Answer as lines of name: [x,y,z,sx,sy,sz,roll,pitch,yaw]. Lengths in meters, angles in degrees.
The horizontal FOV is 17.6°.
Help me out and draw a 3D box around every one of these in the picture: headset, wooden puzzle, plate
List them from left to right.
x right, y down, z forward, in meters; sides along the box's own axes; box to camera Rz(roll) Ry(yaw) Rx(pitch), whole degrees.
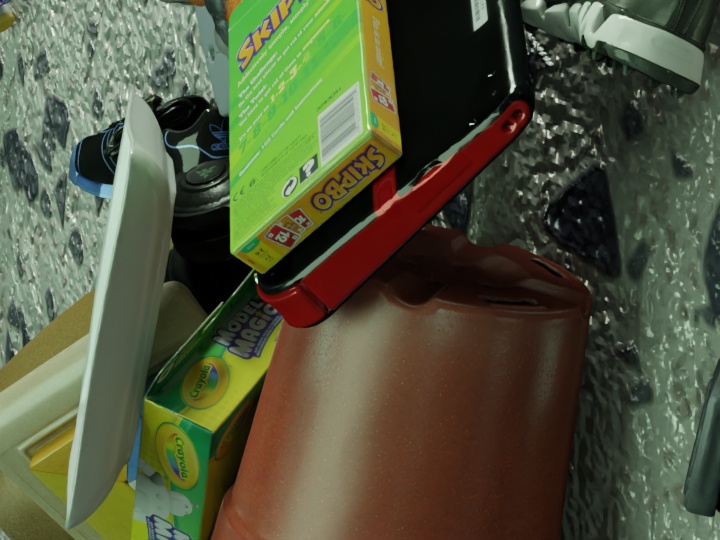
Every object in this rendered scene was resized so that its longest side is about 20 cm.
plate: [-0.127,0.016,1.249,0.200,0.032,0.201,-114,33,-76]
wooden puzzle: [-0.111,0.123,1.392,0.184,0.200,0.037,-32,20,27]
headset: [-0.075,-0.025,1.363,0.200,0.094,0.124,39,149,25]

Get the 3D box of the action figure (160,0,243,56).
action figure: [-0.076,-0.150,1.333,0.193,0.104,0.202,42,130,52]

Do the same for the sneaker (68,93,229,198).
sneaker: [-0.134,-0.083,1.560,0.199,0.070,0.079,18,107,53]

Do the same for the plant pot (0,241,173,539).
plant pot: [-0.130,0.072,1.485,0.200,0.185,0.187,-52,50,37]

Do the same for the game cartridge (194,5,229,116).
game cartridge: [-0.066,-0.201,1.438,0.133,0.041,0.202,170,93,-66]

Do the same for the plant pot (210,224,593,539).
plant pot: [0.026,0.088,1.178,0.201,0.199,0.197,34,117,55]

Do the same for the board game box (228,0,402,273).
board game box: [-0.026,-0.094,1.133,0.095,0.030,0.201,-40,35,26]

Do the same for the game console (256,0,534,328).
game console: [0.015,-0.081,1.118,0.177,0.031,0.201,-39,32,26]

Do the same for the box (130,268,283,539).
box: [-0.075,0.093,1.259,0.048,0.117,0.201,23,135,17]

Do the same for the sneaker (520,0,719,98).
sneaker: [0.120,-0.142,1.080,0.091,0.066,0.200,-66,21,7]

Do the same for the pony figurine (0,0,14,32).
pony figurine: [-0.352,-0.275,1.860,0.201,0.166,0.193,61,155,10]

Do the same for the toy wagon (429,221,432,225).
toy wagon: [0.000,0.000,1.351,0.155,0.039,0.202,-17,81,62]

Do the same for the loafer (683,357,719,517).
loafer: [0.190,0.021,0.996,0.072,0.062,0.202,-59,-17,-62]
